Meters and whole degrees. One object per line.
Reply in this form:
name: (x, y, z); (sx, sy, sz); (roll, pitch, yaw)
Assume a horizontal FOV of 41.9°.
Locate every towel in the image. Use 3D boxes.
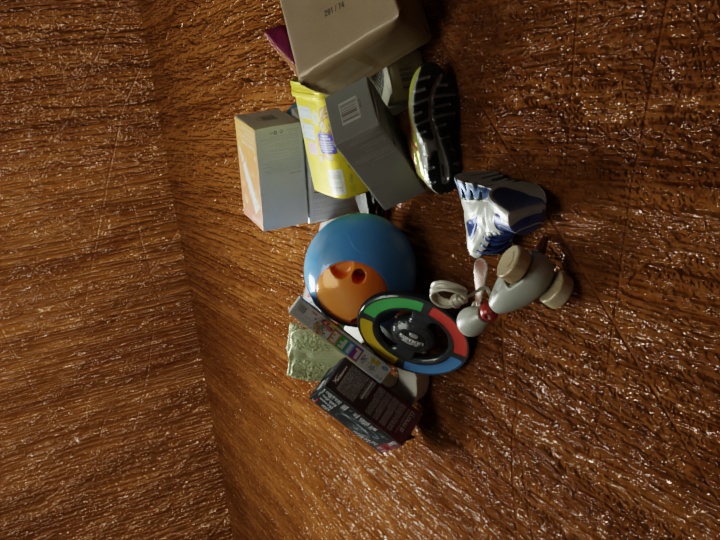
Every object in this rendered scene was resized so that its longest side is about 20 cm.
towel: (-0.050, 0.169, 1.899); (0.037, 0.198, 0.149); (-86, -1, -55)

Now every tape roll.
tape roll: (0.047, 0.167, 1.771); (0.202, 0.037, 0.204); (34, 140, 34)

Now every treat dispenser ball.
treat dispenser ball: (0.000, 0.000, 1.659); (0.201, 0.200, 0.202); (167, 90, -68)

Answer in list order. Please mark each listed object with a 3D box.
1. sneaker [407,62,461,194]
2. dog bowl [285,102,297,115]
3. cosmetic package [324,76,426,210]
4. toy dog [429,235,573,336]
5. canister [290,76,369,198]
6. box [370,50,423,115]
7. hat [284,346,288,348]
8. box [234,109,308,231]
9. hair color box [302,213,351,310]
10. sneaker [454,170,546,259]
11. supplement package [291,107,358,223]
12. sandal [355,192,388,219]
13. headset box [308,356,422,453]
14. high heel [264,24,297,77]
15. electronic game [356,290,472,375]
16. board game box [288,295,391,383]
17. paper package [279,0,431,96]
sneaker: (0.101, -0.222, 1.459); (0.090, 0.078, 0.201); (-143, 45, -61)
dog bowl: (-0.103, -0.249, 1.904); (0.050, 0.111, 0.201); (43, 141, 40)
cosmetic package: (0.026, -0.198, 1.501); (0.200, 0.090, 0.107); (43, -152, -53)
toy dog: (0.204, 0.015, 1.301); (0.199, 0.097, 0.132); (-15, 129, 40)
canister: (-0.048, -0.236, 1.627); (0.148, 0.086, 0.201); (28, 133, 61)
box: (0.039, -0.302, 1.578); (0.200, 0.068, 0.083); (-13, 91, 68)
hat: (-0.068, 0.044, 1.878); (0.165, 0.175, 0.202); (179, 79, -69)
box: (-0.171, -0.195, 1.816); (0.124, 0.097, 0.201); (-142, 43, -58)
hair color box: (-0.048, 0.000, 1.812); (0.101, 0.061, 0.201); (-13, 58, 50)
sneaker: (0.198, -0.067, 1.319); (0.199, 0.080, 0.116); (-136, 35, -65)
supplement package: (-0.068, -0.211, 1.832); (0.114, 0.109, 0.201); (-125, 31, -44)
sandal: (0.027, -0.109, 1.760); (0.075, 0.045, 0.201); (-128, 18, -57)
headset box: (0.014, 0.260, 1.761); (0.199, 0.077, 0.149); (36, 159, -2)
high heel: (-0.134, -0.398, 1.913); (0.067, 0.095, 0.202); (-161, 61, -64)
electronic game: (0.089, 0.106, 1.562); (0.201, 0.199, 0.042); (106, -173, -50)
board game box: (-0.039, 0.120, 1.669); (0.200, 0.034, 0.134); (38, 178, -3)
paper package: (-0.015, -0.402, 1.459); (0.199, 0.103, 0.192); (-25, 69, 28)
